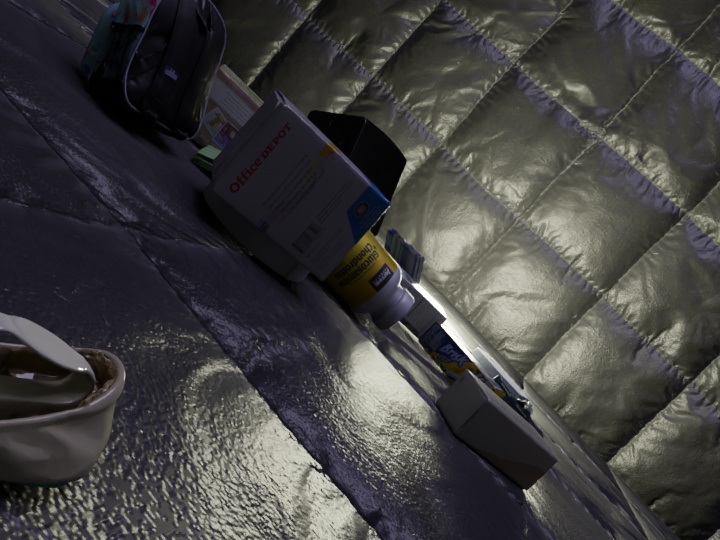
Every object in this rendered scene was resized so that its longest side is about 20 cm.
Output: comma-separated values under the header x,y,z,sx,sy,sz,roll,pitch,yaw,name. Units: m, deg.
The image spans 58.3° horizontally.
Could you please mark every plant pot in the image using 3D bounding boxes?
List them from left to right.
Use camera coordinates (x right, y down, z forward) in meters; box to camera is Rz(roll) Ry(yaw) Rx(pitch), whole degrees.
x,y,z,sx,sy,sz,roll,pitch,yaw,name
-0.042,-0.216,1.336,0.196,0.203,0.178,14,-22,24,plant pot

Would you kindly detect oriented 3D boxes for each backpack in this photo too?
x,y,z,sx,sy,sz,roll,pitch,yaw,name
-0.291,-0.315,0.940,0.149,0.203,0.177,25,1,24,backpack

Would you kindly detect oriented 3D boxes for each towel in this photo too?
x,y,z,sx,sy,sz,roll,pitch,yaw,name
-0.188,-0.159,1.122,0.197,0.031,0.149,24,11,-11,towel
0.096,-0.002,1.557,0.023,0.150,0.200,4,21,-22,towel

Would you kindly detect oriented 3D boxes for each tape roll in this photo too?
x,y,z,sx,sy,sz,roll,pitch,yaw,name
-0.148,-0.065,0.970,0.203,0.037,0.203,44,7,-7,tape roll

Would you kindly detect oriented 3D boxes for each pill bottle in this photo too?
x,y,z,sx,sy,sz,roll,pitch,yaw,name
0.000,0.000,1.097,0.201,0.112,0.112,49,6,-12,pill bottle

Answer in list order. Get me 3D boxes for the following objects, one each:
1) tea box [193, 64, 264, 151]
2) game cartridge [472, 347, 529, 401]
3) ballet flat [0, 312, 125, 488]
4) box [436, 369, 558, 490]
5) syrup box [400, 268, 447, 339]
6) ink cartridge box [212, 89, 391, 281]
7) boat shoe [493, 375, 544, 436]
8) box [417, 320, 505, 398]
x,y,z,sx,sy,sz,roll,pitch,yaw,name
-0.237,-0.279,1.261,0.200,0.134,0.197,41,9,-20,tea box
0.419,0.321,1.942,0.200,0.041,0.133,50,6,35,game cartridge
-0.166,0.036,0.233,0.070,0.070,0.199,48,9,31,ballet flat
0.223,0.261,1.056,0.199,0.078,0.095,41,8,-25,box
0.094,0.058,1.434,0.200,0.082,0.079,43,10,-9,syrup box
-0.087,-0.122,0.901,0.199,0.147,0.145,41,8,-25,ink cartridge box
0.379,0.334,1.555,0.200,0.062,0.075,45,6,-5,boat shoe
0.210,0.202,1.353,0.201,0.064,0.070,51,11,35,box
